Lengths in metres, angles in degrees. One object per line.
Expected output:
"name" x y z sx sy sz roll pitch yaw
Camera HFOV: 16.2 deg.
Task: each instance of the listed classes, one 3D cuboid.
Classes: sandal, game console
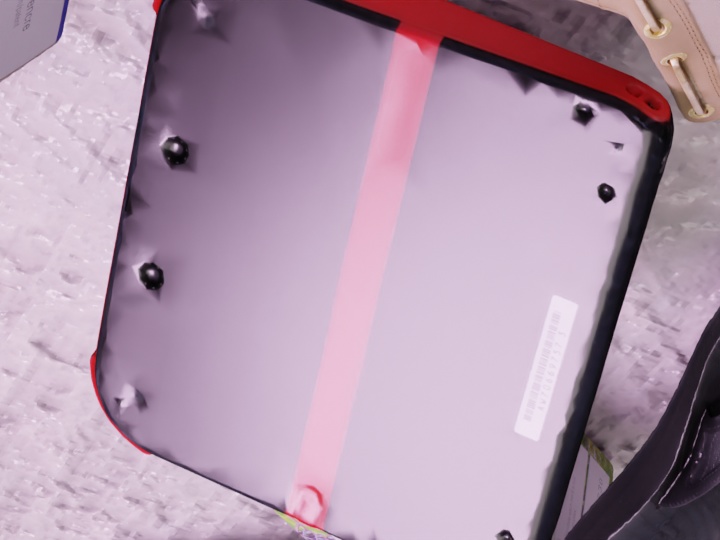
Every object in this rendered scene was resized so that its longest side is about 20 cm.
"sandal" 0.142 0.069 0.927 0.075 0.048 0.201 8 127 -34
"game console" 0.000 0.000 0.837 0.176 0.031 0.201 22 121 14

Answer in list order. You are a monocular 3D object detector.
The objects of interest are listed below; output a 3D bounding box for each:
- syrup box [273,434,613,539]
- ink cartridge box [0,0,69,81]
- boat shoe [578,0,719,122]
"syrup box" 0.016 0.064 0.977 0.081 0.079 0.200 -14 138 31
"ink cartridge box" -0.136 -0.095 0.658 0.047 0.200 0.198 29 134 11
"boat shoe" 0.079 -0.104 0.732 0.069 0.074 0.200 -19 137 26
